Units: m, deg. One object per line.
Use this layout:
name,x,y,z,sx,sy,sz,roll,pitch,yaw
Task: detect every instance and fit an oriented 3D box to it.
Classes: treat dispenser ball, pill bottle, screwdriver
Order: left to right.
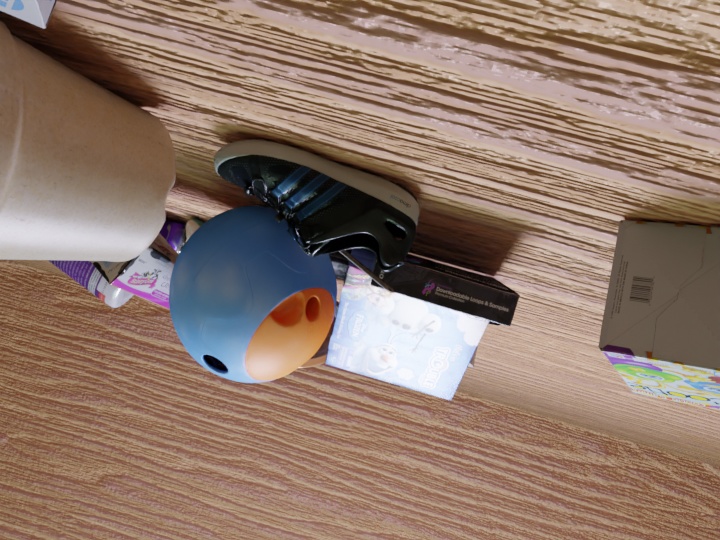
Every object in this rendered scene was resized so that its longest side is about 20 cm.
pill bottle,-0.401,-0.049,0.939,0.198,0.113,0.111,37,166,-4
treat dispenser ball,-0.124,0.028,0.765,0.195,0.206,0.201,15,168,3
screwdriver,-0.028,-0.023,0.644,0.027,0.030,0.200,-2,-147,-39

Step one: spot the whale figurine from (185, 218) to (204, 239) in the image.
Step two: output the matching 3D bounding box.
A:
whale figurine,-0.170,-0.008,0.960,0.197,0.104,0.161,33,138,15

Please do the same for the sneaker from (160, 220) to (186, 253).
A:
sneaker,-0.342,-0.050,1.033,0.098,0.071,0.198,25,165,-30

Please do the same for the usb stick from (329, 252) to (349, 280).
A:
usb stick,0.000,0.000,0.889,0.195,0.033,0.056,17,154,-2

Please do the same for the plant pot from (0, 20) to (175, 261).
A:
plant pot,-0.258,-0.086,0.518,0.196,0.207,0.181,6,176,38

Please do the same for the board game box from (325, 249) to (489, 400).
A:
board game box,0.061,0.078,0.885,0.193,0.044,0.203,15,133,0

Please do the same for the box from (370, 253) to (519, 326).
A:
box,0.085,0.012,0.698,0.139,0.037,0.200,16,-177,4

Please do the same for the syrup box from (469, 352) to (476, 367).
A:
syrup box,0.095,0.092,1.063,0.195,0.081,0.081,10,167,26

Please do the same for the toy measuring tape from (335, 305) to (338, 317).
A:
toy measuring tape,-0.044,0.040,1.002,0.196,0.075,0.073,23,173,26

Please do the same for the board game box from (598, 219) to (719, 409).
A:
board game box,0.278,0.047,0.551,0.101,0.108,0.199,8,166,32

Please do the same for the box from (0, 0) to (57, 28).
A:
box,-0.221,-0.197,0.275,0.152,0.042,0.199,20,169,-15

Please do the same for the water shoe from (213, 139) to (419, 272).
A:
water shoe,-0.045,-0.056,0.579,0.194,0.081,0.072,15,168,4

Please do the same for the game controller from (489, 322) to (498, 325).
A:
game controller,0.108,0.052,0.959,0.195,0.043,0.104,11,167,26

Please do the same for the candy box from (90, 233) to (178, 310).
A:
candy box,-0.305,-0.050,0.801,0.199,0.061,0.136,42,178,22

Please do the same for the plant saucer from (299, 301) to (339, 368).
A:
plant saucer,-0.111,0.077,1.026,0.194,0.033,0.202,7,-148,-4
